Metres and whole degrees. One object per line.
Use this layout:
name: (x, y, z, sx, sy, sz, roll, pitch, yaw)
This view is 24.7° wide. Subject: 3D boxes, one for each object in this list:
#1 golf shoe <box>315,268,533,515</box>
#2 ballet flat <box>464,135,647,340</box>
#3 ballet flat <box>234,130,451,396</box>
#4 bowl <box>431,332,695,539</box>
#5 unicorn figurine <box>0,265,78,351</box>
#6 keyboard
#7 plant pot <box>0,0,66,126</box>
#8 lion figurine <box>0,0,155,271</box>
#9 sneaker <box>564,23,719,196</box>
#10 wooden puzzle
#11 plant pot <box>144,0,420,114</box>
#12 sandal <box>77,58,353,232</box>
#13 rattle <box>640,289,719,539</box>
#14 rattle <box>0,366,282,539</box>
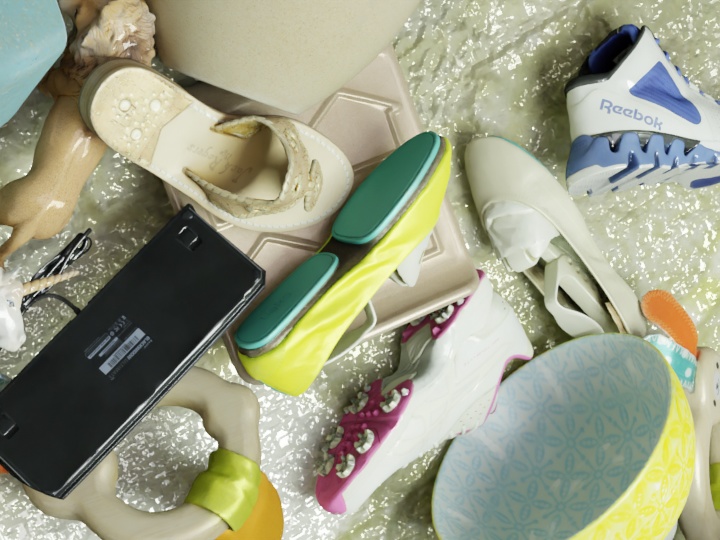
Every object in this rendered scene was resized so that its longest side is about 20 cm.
golf shoe: (0.049, 0.098, 1.148, 0.091, 0.075, 0.201, 42, 78, -23)
ballet flat: (0.137, -0.008, 1.177, 0.070, 0.069, 0.200, -47, 108, -14)
ballet flat: (0.000, 0.000, 1.067, 0.200, 0.067, 0.067, -49, 119, -13)
bowl: (0.158, 0.152, 1.134, 0.201, 0.200, 0.108, -50, 116, -13)
unicorn figurine: (-0.268, 0.072, 0.975, 0.198, 0.074, 0.139, -10, 73, 7)
keyboard: (-0.166, 0.037, 1.031, 0.127, 0.021, 0.200, 40, 74, 13)
plant pot: (-0.283, -0.142, 0.917, 0.199, 0.195, 0.198, -14, 79, -34)
lion figurine: (-0.183, -0.077, 1.012, 0.072, 0.122, 0.202, 17, 86, -23)
sneaker: (0.224, -0.122, 1.202, 0.198, 0.080, 0.116, -4, 79, -34)
wooden puzzle: (-0.035, -0.046, 1.112, 0.184, 0.046, 0.202, -22, 90, -18)
plant pot: (-0.059, -0.176, 1.030, 0.199, 0.200, 0.136, 17, 96, -23)
sandal: (-0.072, -0.062, 1.000, 0.211, 0.070, 0.078, 23, 100, -40)
rattle: (0.286, 0.112, 1.192, 0.130, 0.142, 0.202, -27, 115, -42)
rattle: (-0.158, 0.131, 1.079, 0.198, 0.143, 0.132, -4, 81, 4)
